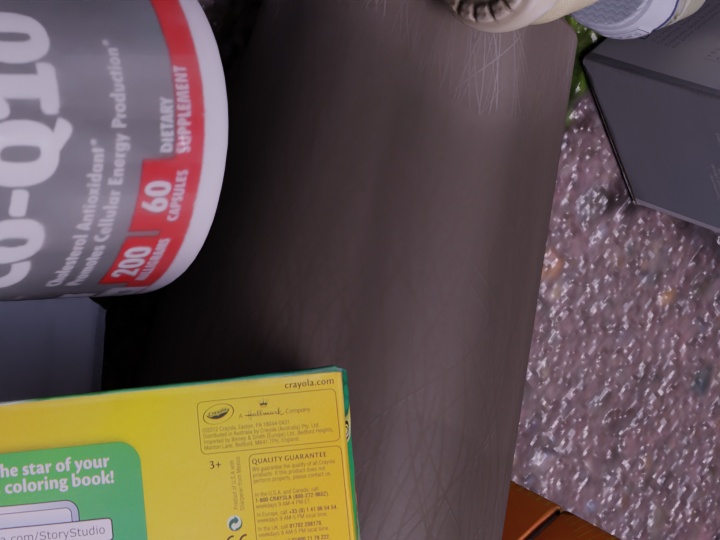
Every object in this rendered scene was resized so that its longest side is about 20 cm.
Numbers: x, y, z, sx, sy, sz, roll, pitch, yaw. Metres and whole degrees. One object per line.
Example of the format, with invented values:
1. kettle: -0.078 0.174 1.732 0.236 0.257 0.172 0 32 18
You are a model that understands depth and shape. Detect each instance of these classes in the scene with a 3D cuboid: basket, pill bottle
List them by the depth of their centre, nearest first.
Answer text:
1. pill bottle: -0.152 -0.045 0.788 0.199 0.114 0.115 -4 106 -34
2. basket: 0.000 0.000 0.887 0.135 0.180 0.202 17 85 -28

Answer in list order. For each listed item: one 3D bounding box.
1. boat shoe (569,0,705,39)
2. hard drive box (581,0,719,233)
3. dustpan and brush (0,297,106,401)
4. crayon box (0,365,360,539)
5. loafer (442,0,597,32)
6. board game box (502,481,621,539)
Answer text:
1. boat shoe: 0.115 -0.187 0.944 0.062 0.072 0.202 -12 118 -57
2. hard drive box: 0.211 -0.076 0.980 0.156 0.200 0.077 -37 123 -20
3. dustpan and brush: -0.186 0.056 0.826 0.199 0.057 0.141 16 67 -34
4. crayon box: -0.097 0.099 0.760 0.198 0.058 0.120 -5 83 -3
5. loafer: 0.046 -0.172 0.853 0.068 0.075 0.202 4 71 -41
6. board game box: 0.043 0.223 0.953 0.200 0.199 0.201 -40 123 -19
